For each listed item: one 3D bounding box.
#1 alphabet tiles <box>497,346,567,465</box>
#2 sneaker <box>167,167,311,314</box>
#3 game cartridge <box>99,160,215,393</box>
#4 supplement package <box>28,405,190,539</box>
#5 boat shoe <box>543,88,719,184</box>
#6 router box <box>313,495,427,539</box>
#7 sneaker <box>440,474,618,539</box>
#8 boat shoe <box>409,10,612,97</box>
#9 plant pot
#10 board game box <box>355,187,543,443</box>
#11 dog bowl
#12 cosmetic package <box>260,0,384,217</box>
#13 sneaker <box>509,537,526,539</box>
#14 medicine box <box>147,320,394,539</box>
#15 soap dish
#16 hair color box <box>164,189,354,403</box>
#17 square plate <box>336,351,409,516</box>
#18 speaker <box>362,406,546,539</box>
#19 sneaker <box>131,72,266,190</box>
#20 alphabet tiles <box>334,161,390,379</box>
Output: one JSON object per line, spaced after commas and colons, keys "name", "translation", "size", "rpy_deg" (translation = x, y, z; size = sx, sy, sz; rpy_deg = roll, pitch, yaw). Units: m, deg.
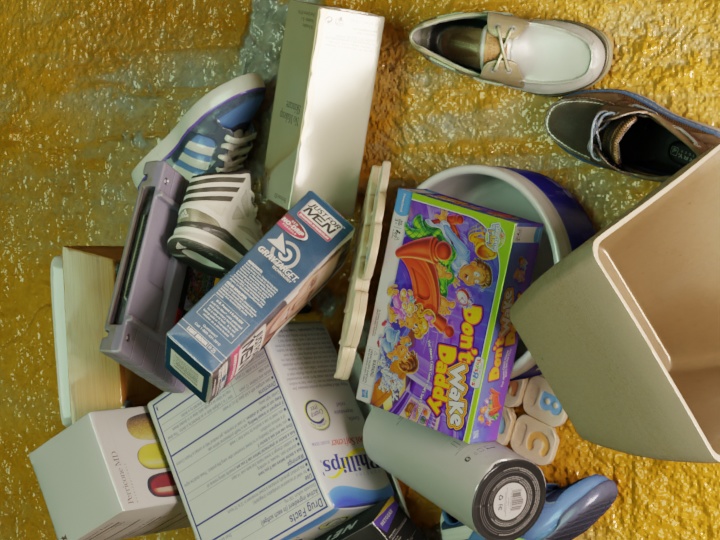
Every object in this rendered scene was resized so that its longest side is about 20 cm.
{"name": "alphabet tiles", "translation": [0.118, 0.097, 1.731], "size": [0.195, 0.015, 0.200], "rpy_deg": [25, 106, 36]}
{"name": "sneaker", "translation": [-0.106, -0.036, 1.819], "size": [0.076, 0.200, 0.116], "rpy_deg": [-3, 64, 36]}
{"name": "game cartridge", "translation": [-0.190, 0.008, 1.788], "size": [0.038, 0.130, 0.200], "rpy_deg": [-1, 68, 31]}
{"name": "supplement package", "translation": [-0.225, 0.210, 1.893], "size": [0.109, 0.200, 0.114], "rpy_deg": [-34, 71, 35]}
{"name": "boat shoe", "translation": [0.237, -0.119, 1.590], "size": [0.200, 0.072, 0.072], "rpy_deg": [17, 101, 37]}
{"name": "router box", "translation": [0.001, 0.330, 1.767], "size": [0.200, 0.052, 0.157], "rpy_deg": [-34, 98, 34]}
{"name": "sneaker", "translation": [0.148, 0.225, 1.674], "size": [0.200, 0.074, 0.082], "rpy_deg": [-33, 69, 34]}
{"name": "boat shoe", "translation": [0.135, -0.201, 1.674], "size": [0.200, 0.068, 0.075], "rpy_deg": [9, 97, 38]}
{"name": "plant pot", "translation": [0.246, 0.039, 1.498], "size": [0.200, 0.200, 0.177], "rpy_deg": [59, 146, -5]}
{"name": "board game box", "translation": [0.078, 0.038, 1.623], "size": [0.134, 0.045, 0.200], "rpy_deg": [18, 101, 38]}
{"name": "dog bowl", "translation": [0.121, 0.004, 1.668], "size": [0.200, 0.079, 0.201], "rpy_deg": [0, 90, 39]}
{"name": "cosmetic package", "translation": [-0.039, -0.161, 1.791], "size": [0.104, 0.073, 0.200], "rpy_deg": [-152, 70, -68]}
{"name": "sneaker", "translation": [0.161, 0.333, 1.626], "size": [0.077, 0.084, 0.200], "rpy_deg": [-24, 110, 39]}
{"name": "medicine box", "translation": [-0.092, 0.179, 1.811], "size": [0.182, 0.103, 0.200], "rpy_deg": [-34, 71, 34]}
{"name": "soap dish", "translation": [-0.261, 0.072, 1.956], "size": [0.081, 0.157, 0.200], "rpy_deg": [-4, 89, 22]}
{"name": "hair color box", "translation": [-0.095, 0.026, 1.707], "size": [0.061, 0.200, 0.100], "rpy_deg": [41, 160, 8]}
{"name": "square plate", "translation": [-0.039, 0.206, 1.853], "size": [0.198, 0.028, 0.200], "rpy_deg": [-26, 75, 36]}
{"name": "speaker", "translation": [0.082, 0.176, 1.663], "size": [0.200, 0.081, 0.081], "rpy_deg": [26, 109, 57]}
{"name": "sneaker", "translation": [-0.141, -0.095, 1.904], "size": [0.200, 0.081, 0.147], "rpy_deg": [-40, 78, 27]}
{"name": "alphabet tiles", "translation": [0.000, 0.000, 1.724], "size": [0.196, 0.015, 0.200], "rpy_deg": [104, 176, -49]}
